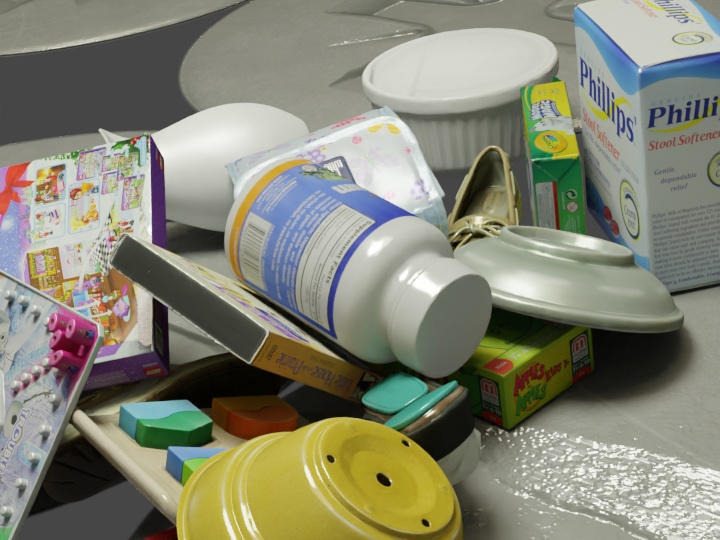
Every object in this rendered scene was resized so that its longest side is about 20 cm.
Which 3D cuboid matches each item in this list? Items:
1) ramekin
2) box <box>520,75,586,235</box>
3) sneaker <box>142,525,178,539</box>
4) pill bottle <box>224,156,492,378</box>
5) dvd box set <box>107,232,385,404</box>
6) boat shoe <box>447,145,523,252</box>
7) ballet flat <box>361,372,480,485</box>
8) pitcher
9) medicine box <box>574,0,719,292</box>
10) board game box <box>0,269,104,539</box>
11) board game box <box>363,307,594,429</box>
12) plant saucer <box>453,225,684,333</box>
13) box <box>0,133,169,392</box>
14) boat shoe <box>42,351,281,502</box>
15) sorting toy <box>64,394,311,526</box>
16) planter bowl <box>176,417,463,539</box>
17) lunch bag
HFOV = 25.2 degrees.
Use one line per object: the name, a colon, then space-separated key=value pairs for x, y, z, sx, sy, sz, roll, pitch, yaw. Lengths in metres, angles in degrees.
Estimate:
ramekin: x=0.105 y=-0.169 z=1.642 sx=0.200 sy=0.095 sz=0.203 roll=-7 pitch=27 yaw=4
box: x=0.171 y=-0.088 z=1.434 sx=0.048 sy=0.119 sz=0.201 roll=-5 pitch=26 yaw=7
sneaker: x=-0.065 y=0.192 z=1.004 sx=0.199 sy=0.079 sz=0.115 roll=18 pitch=38 yaw=41
pill bottle: x=0.000 y=0.000 z=1.198 sx=0.112 sy=0.113 sz=0.199 roll=-29 pitch=42 yaw=-35
dvd box set: x=-0.080 y=0.039 z=1.183 sx=0.146 sy=0.030 sz=0.200 roll=33 pitch=2 yaw=27
boat shoe: x=0.108 y=-0.043 z=1.425 sx=0.072 sy=0.064 sz=0.201 roll=-1 pitch=28 yaw=17
ballet flat: x=0.048 y=0.108 z=1.085 sx=0.068 sy=0.069 sz=0.200 roll=-33 pitch=4 yaw=-4
pitcher: x=-0.153 y=-0.088 z=1.554 sx=0.198 sy=0.123 sz=0.172 roll=-7 pitch=-13 yaw=-15
medicine box: x=0.258 y=-0.114 z=1.360 sx=0.102 sy=0.202 sz=0.183 roll=-11 pitch=26 yaw=-5
board game box: x=-0.281 y=0.102 z=1.152 sx=0.026 sy=0.202 sz=0.199 roll=26 pitch=-3 yaw=-44
board game box: x=0.074 y=0.052 z=1.265 sx=0.101 sy=0.048 sz=0.199 roll=-29 pitch=33 yaw=-34
plant saucer: x=0.157 y=0.000 z=1.255 sx=0.198 sy=0.051 sz=0.200 roll=9 pitch=9 yaw=-1
box: x=-0.217 y=-0.002 z=1.233 sx=0.135 sy=0.039 sz=0.202 roll=-11 pitch=57 yaw=9
boat shoe: x=-0.157 y=0.102 z=1.214 sx=0.198 sy=0.075 sz=0.066 roll=-21 pitch=34 yaw=-22
sorting toy: x=-0.080 y=0.123 z=1.093 sx=0.198 sy=0.037 sz=0.185 roll=5 pitch=13 yaw=-33
planter bowl: x=-0.002 y=0.148 z=0.949 sx=0.199 sy=0.084 sz=0.201 roll=23 pitch=30 yaw=-14
lunch bag: x=-0.021 y=-0.058 z=1.396 sx=0.168 sy=0.128 sz=0.200 roll=-19 pitch=20 yaw=-2
